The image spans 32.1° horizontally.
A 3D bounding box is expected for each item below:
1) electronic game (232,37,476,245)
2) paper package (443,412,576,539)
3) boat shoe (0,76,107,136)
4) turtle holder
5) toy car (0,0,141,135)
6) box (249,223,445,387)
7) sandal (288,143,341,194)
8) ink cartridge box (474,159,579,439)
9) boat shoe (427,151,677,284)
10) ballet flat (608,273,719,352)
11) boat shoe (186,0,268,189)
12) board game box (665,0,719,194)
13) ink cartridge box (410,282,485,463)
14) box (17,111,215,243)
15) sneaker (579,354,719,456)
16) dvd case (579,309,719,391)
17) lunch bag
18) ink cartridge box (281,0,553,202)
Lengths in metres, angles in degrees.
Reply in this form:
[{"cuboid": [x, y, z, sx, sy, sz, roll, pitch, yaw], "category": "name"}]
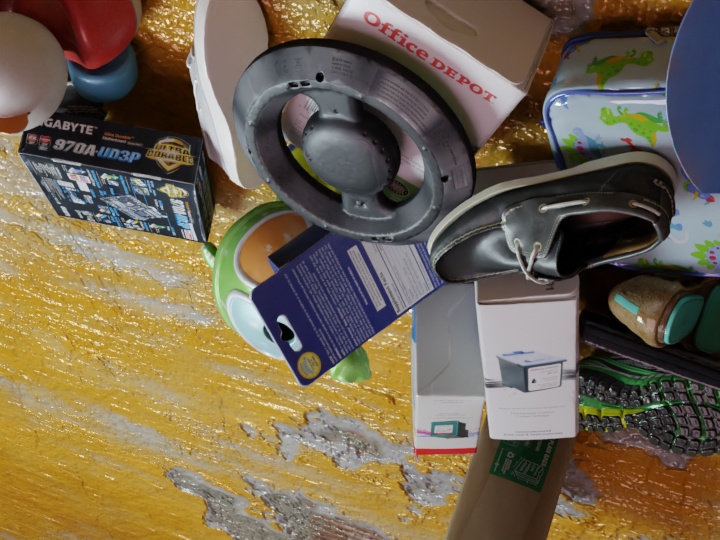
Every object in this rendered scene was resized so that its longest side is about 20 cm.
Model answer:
[{"cuboid": [-0.007, -0.093, 0.951, 0.198, 0.042, 0.201, 18, 144, 14], "category": "electronic game"}, {"cuboid": [0.153, 0.263, 1.346, 0.102, 0.201, 0.192, 19, 147, 9], "category": "paper package"}, {"cuboid": [-0.323, -0.160, 1.206, 0.198, 0.061, 0.073, 6, -176, 35], "category": "boat shoe"}, {"cuboid": [-0.061, 0.032, 1.187, 0.131, 0.140, 0.188, 32, 131, 50], "category": "turtle holder"}, {"cuboid": [-0.293, -0.185, 1.023, 0.175, 0.201, 0.185, 18, 146, 10], "category": "toy car"}, {"cuboid": [0.000, 0.000, 1.095, 0.032, 0.199, 0.122, 38, 160, 53], "category": "box"}, {"cuboid": [-0.005, -0.061, 1.136, 0.200, 0.080, 0.087, 42, 179, -35], "category": "sandal"}, {"cuboid": [0.142, 0.029, 1.067, 0.085, 0.148, 0.201, -4, 141, 8], "category": "ink cartridge box"}, {"cuboid": [0.132, -0.025, 0.907, 0.198, 0.068, 0.072, -17, 135, 31], "category": "boat shoe"}, {"cuboid": [0.257, 0.030, 1.032, 0.072, 0.069, 0.199, 27, -166, 31], "category": "ballet flat"}, {"cuboid": [-0.116, -0.163, 1.064, 0.068, 0.072, 0.201, 30, 150, 33], "category": "boat shoe"}, {"cuboid": [0.280, -0.133, 0.798, 0.197, 0.039, 0.160, -3, 112, -12], "category": "board game box"}, {"cuboid": [0.083, 0.107, 1.231, 0.066, 0.118, 0.201, -1, 154, 1], "category": "ink cartridge box"}, {"cuboid": [-0.221, -0.084, 1.170, 0.157, 0.047, 0.200, 10, 166, 0], "category": "box"}, {"cuboid": [0.278, 0.111, 1.166, 0.198, 0.085, 0.079, 11, 122, 35], "category": "sneaker"}, {"cuboid": [0.256, 0.070, 1.074, 0.141, 0.018, 0.200, 20, -176, 8], "category": "dvd case"}, {"cuboid": [0.224, -0.086, 0.928, 0.159, 0.083, 0.201, 3, 141, 29], "category": "lunch bag"}, {"cuboid": [0.037, -0.147, 0.963, 0.145, 0.085, 0.200, 31, 146, -7], "category": "ink cartridge box"}]
